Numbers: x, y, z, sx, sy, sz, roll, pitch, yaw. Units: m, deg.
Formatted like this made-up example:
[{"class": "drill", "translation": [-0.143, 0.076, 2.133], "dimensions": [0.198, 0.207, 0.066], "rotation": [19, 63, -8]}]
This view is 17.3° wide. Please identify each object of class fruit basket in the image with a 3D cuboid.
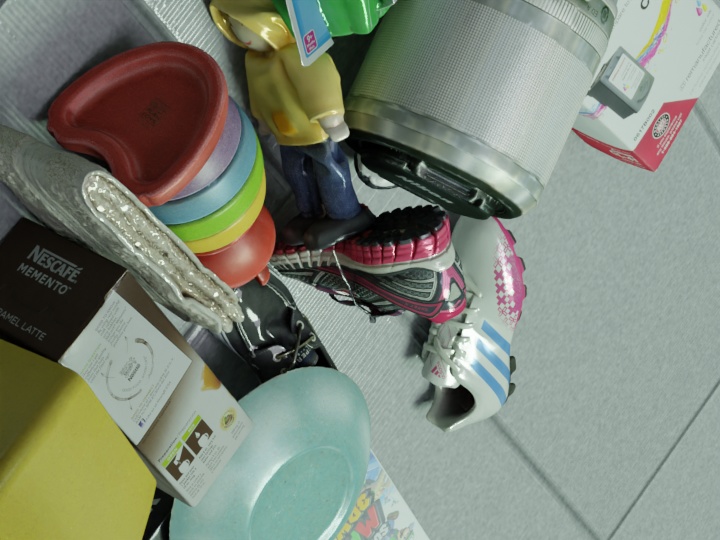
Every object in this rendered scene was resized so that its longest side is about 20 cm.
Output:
[{"class": "fruit basket", "translation": [-0.018, -0.267, 1.596], "dimensions": [0.185, 0.093, 0.201], "rotation": [-55, 143, -51]}]

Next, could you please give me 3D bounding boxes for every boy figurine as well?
[{"class": "boy figurine", "translation": [-0.047, -0.116, 1.666], "dimensions": [0.064, 0.124, 0.201], "rotation": [-28, 113, -22]}]

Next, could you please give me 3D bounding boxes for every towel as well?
[{"class": "towel", "translation": [-0.168, -0.026, 1.567], "dimensions": [0.035, 0.132, 0.200], "rotation": [-57, 138, -13]}]

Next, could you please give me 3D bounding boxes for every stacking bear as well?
[{"class": "stacking bear", "translation": [-0.116, -0.057, 1.638], "dimensions": [0.114, 0.121, 0.200], "rotation": [-44, 147, -13]}]

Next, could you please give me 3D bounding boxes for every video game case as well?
[{"class": "video game case", "translation": [-0.017, 0.236, 1.980], "dimensions": [0.143, 0.018, 0.200], "rotation": [-49, 140, -16]}]

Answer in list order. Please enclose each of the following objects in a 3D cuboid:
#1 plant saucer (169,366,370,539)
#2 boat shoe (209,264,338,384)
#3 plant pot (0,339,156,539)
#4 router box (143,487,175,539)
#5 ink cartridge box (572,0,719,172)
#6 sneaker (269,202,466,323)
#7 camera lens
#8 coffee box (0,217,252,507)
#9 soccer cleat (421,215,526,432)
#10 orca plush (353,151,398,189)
[{"class": "plant saucer", "translation": [-0.056, 0.171, 1.788], "dimensions": [0.200, 0.039, 0.202], "rotation": [-26, 133, -32]}, {"class": "boat shoe", "translation": [-0.057, 0.064, 1.797], "dimensions": [0.070, 0.066, 0.201], "rotation": [-44, 138, -20]}, {"class": "plant pot", "translation": [-0.252, 0.152, 1.549], "dimensions": [0.177, 0.199, 0.200], "rotation": [-53, 141, -22]}, {"class": "router box", "translation": [-0.154, 0.246, 1.809], "dimensions": [0.201, 0.051, 0.149], "rotation": [-54, 140, -7]}, {"class": "ink cartridge box", "translation": [0.205, -0.192, 1.918], "dimensions": [0.148, 0.085, 0.200], "rotation": [-59, 142, -3]}, {"class": "sneaker", "translation": [0.000, 0.000, 1.725], "dimensions": [0.080, 0.199, 0.075], "rotation": [-31, 109, -27]}, {"class": "camera lens", "translation": [0.087, -0.149, 1.713], "dimensions": [0.160, 0.159, 0.201], "rotation": [31, 81, -51]}, {"class": "coffee box", "translation": [-0.173, 0.066, 1.632], "dimensions": [0.080, 0.114, 0.200], "rotation": [-53, 141, -16]}, {"class": "soccer cleat", "translation": [0.088, 0.047, 1.942], "dimensions": [0.086, 0.070, 0.201], "rotation": [-29, 131, -34]}, {"class": "orca plush", "translation": [0.060, -0.146, 1.827], "dimensions": [0.105, 0.071, 0.201], "rotation": [25, 85, -6]}]
